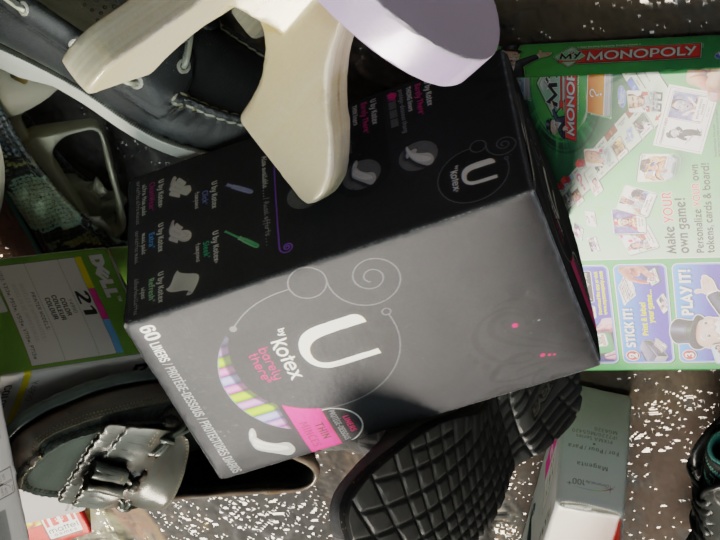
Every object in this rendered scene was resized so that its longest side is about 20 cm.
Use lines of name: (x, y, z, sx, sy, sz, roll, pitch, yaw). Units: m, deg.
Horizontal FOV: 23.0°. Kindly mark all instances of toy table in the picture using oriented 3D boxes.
toy table: (-0.042, -0.138, 0.767, 0.117, 0.183, 0.201, -40, 74, 32)

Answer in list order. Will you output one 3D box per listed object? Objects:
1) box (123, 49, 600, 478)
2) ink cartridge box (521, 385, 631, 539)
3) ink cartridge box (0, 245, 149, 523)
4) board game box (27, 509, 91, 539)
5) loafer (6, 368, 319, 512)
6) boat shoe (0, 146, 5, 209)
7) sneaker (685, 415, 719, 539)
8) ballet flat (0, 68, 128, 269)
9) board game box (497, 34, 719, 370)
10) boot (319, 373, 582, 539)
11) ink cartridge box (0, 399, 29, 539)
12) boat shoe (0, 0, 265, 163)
box: (0.000, 0.000, 0.847, 0.198, 0.107, 0.123, -18, 132, 11)
ink cartridge box: (0.113, 0.197, 1.023, 0.043, 0.175, 0.201, 11, 133, 3)
ink cartridge box: (-0.142, 0.060, 0.955, 0.198, 0.076, 0.148, -7, 143, -34)
board game box: (-0.269, 0.102, 1.083, 0.150, 0.047, 0.201, -18, 128, 1)
loafer: (-0.094, 0.092, 0.910, 0.199, 0.063, 0.072, -4, 140, -50)
boat shoe: (-0.237, -0.011, 0.908, 0.072, 0.060, 0.203, -10, 140, -39)
sneaker: (0.212, 0.122, 0.996, 0.078, 0.076, 0.201, 8, 127, -21)
ballet flat: (-0.174, -0.075, 0.928, 0.073, 0.075, 0.201, -12, 130, 23)
board game box: (0.137, -0.028, 0.913, 0.133, 0.029, 0.201, 0, 132, 15)
boot: (0.016, 0.091, 0.918, 0.131, 0.199, 0.071, 1, 110, 39)
ink cartridge box: (-0.241, 0.082, 0.880, 0.199, 0.047, 0.162, 12, 117, 47)
boat shoe: (-0.110, -0.112, 0.863, 0.198, 0.076, 0.061, 19, 139, -5)
